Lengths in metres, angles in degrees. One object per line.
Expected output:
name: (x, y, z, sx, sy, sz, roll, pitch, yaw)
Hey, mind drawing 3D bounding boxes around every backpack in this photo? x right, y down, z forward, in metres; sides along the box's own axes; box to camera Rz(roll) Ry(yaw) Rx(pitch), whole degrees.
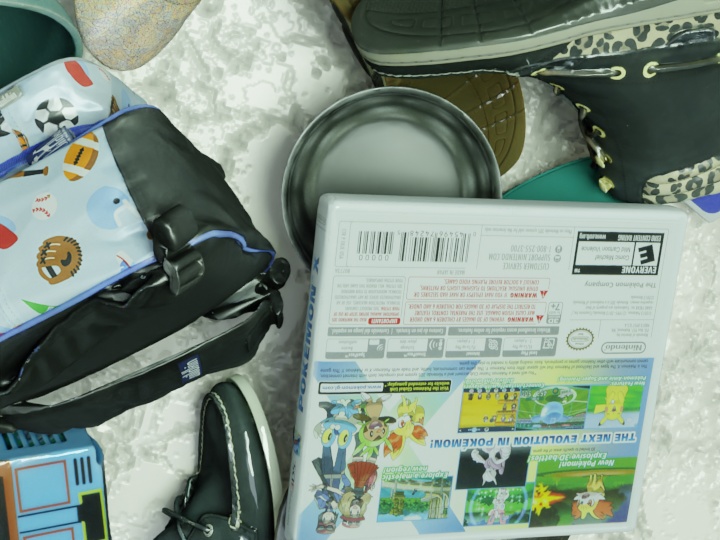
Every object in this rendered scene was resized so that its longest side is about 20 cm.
backpack: (-0.154, -0.003, 0.731, 0.190, 0.200, 0.154, -35, 76, 3)

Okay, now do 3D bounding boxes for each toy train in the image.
toy train: (-0.189, 0.175, 0.812, 0.114, 0.087, 0.200, -7, 103, -17)

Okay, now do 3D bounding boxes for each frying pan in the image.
frying pan: (0.017, -0.002, 0.790, 0.115, 0.031, 0.190, -3, 103, -4)

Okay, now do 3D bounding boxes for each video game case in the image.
video game case: (0.065, 0.053, 0.773, 0.200, 0.022, 0.183, 1, 106, -21)

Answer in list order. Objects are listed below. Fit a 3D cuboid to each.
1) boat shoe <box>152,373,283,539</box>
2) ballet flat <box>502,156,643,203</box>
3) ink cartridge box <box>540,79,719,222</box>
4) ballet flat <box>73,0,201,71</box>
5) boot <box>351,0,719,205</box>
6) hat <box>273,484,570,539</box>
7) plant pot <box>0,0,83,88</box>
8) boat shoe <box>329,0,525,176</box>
boat shoe: (-0.083, 0.157, 0.835, 0.066, 0.075, 0.200, -9, 113, -22)
ballet flat: (0.078, -0.001, 0.845, 0.200, 0.072, 0.072, -26, 106, -2)
ink cartridge box: (0.192, -0.141, 0.791, 0.200, 0.047, 0.198, 39, 132, -17)
ballet flat: (-0.079, -0.189, 0.723, 0.068, 0.067, 0.200, 31, 67, -34)
boot: (0.107, -0.091, 0.756, 0.203, 0.074, 0.154, -10, 140, 5)
hat: (0.031, 0.121, 0.844, 0.200, 0.081, 0.201, -7, 109, -22)
plant pot: (-0.247, -0.127, 0.691, 0.200, 0.200, 0.134, -24, 80, -6)
boat shoe: (0.030, -0.128, 0.794, 0.073, 0.065, 0.200, -26, 131, 6)
